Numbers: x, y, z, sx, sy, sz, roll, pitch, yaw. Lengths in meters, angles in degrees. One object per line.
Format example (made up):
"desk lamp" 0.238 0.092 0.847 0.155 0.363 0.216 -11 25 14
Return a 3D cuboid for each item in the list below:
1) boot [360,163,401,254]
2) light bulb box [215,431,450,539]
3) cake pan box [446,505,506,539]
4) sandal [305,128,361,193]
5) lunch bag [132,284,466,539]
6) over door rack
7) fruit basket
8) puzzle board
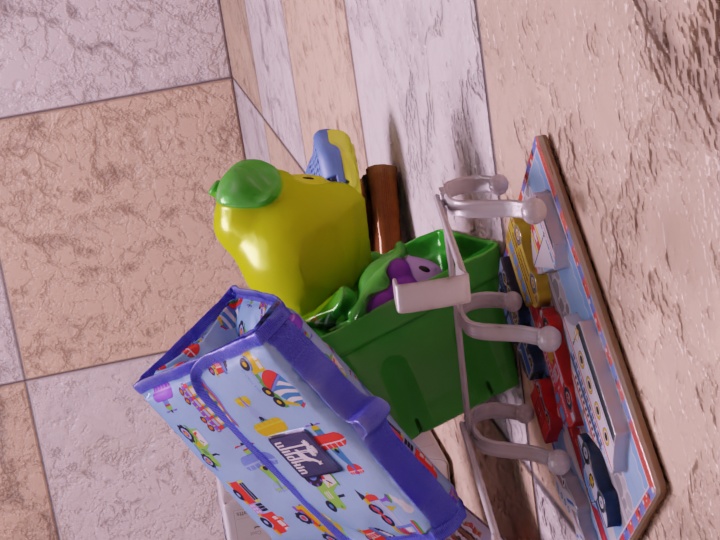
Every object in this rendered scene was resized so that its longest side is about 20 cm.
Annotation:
"boot" 0.009 0.022 1.312 0.188 0.067 0.203 120 140 -79
"light bulb box" -0.017 0.252 1.335 0.125 0.195 0.203 -118 20 -71
"cake pan box" 0.018 0.171 1.090 0.199 0.052 0.185 39 162 17
"sandal" -0.044 -0.027 1.281 0.080 0.086 0.202 -95 11 -57
"lunch bag" -0.024 0.084 0.853 0.151 0.094 0.200 49 159 -10
"over door rack" 0.066 0.046 0.756 0.200 0.066 0.150 -62 -35 -71
"fruit basket" 0.000 0.000 1.010 0.218 0.154 0.216 63 174 12
"puzzle board" 0.109 0.052 0.808 0.151 0.017 0.202 93 164 -61
